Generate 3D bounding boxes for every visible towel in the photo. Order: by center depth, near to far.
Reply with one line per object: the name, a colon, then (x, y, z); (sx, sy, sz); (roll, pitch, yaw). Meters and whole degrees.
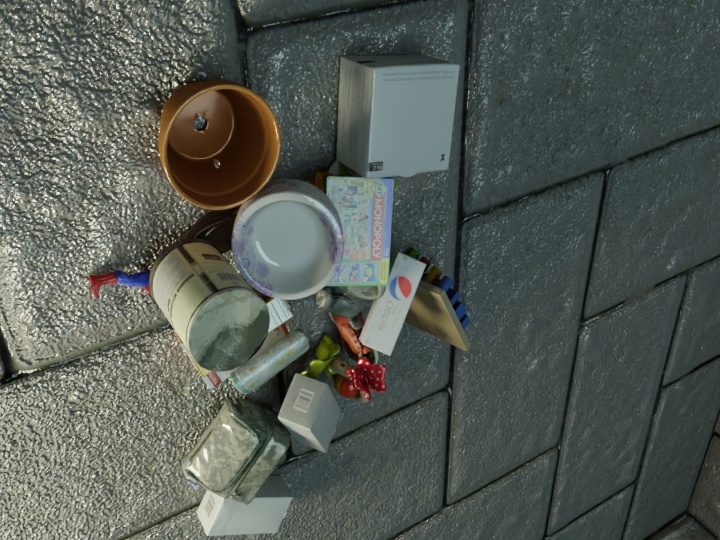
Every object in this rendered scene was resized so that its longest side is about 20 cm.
towel: (-0.182, 0.185, 1.405); (0.169, 0.049, 0.200); (-37, 174, -9)

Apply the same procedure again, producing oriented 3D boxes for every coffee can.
coffee can: (-0.259, 0.054, 1.159); (0.143, 0.199, 0.150); (-17, 125, -27)

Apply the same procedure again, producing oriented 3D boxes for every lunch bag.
lunch bag: (-0.274, 0.384, 1.478); (0.166, 0.140, 0.202); (33, 98, -31)

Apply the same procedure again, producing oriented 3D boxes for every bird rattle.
bird rattle: (-0.023, 0.233, 1.517); (0.114, 0.195, 0.165); (-62, 153, -30)

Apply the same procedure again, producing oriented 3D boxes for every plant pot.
plant pot: (-0.245, -0.223, 1.126); (0.195, 0.140, 0.205); (-16, 125, -24)

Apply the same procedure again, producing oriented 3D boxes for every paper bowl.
paper bowl: (-0.127, -0.061, 1.210); (0.194, 0.105, 0.206); (-2, 117, -3)

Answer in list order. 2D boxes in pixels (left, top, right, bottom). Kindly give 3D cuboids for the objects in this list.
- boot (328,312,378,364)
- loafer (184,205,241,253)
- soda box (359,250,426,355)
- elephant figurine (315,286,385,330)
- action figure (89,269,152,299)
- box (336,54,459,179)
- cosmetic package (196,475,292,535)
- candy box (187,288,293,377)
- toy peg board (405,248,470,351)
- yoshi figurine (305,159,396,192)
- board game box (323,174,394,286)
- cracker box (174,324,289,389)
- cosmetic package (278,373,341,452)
boot: (-0.010, 0.130, 1.521); (0.074, 0.107, 0.204); (-30, 128, -16)
loafer: (-0.234, -0.075, 1.267); (0.197, 0.071, 0.074); (-30, 130, -15)
soda box: (0.065, 0.065, 1.419); (0.066, 0.064, 0.205); (21, 90, -9)
elephant figurine: (0.000, 0.000, 1.385); (0.198, 0.144, 0.154); (-36, 150, 23)
action figure: (-0.380, 0.015, 1.230); (0.195, 0.065, 0.053); (-14, 102, -26)
box: (0.067, -0.295, 1.295); (0.194, 0.130, 0.206); (-11, 119, -29)
cosmetic package: (-0.270, 0.553, 1.615); (0.197, 0.081, 0.115); (16, 108, -40)
candy box: (-0.232, 0.102, 1.275); (0.197, 0.116, 0.058); (-33, 113, -14)
toy peg board: (0.164, 0.053, 1.546); (0.098, 0.197, 0.202); (-49, 134, -19)
yoshi figurine: (-0.010, -0.144, 1.364); (0.195, 0.113, 0.114); (-7, 133, -33)
board game box: (-0.007, -0.074, 1.291); (0.130, 0.029, 0.207); (0, 101, -14)
cracker box: (-0.257, 0.126, 1.382); (0.197, 0.058, 0.136); (-33, 129, -14)
cosmetic package: (-0.108, 0.319, 1.514); (0.202, 0.088, 0.109); (81, 28, -61)
